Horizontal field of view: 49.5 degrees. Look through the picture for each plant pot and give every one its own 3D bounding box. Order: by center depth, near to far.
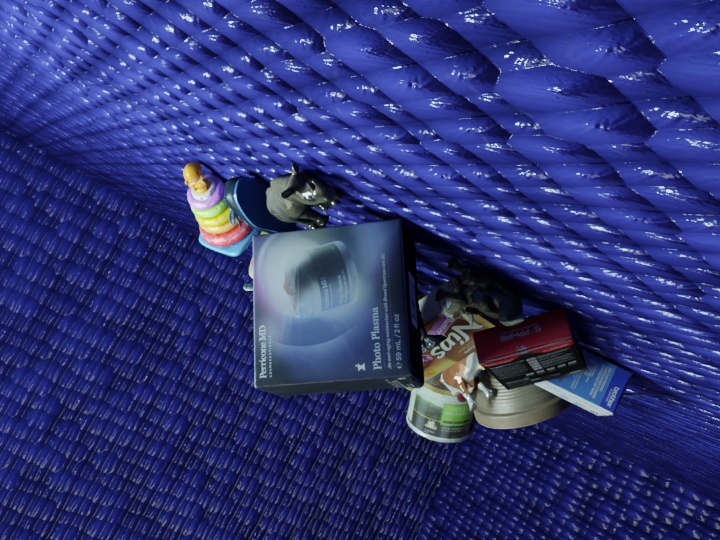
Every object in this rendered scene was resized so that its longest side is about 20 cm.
[{"bbox_3d":[0.301,0.213,1.482,0.093,0.201,0.201,70,163,-9],"label":"plant pot"}]

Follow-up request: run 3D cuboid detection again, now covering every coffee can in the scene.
[{"bbox_3d":[0.181,0.231,1.616,0.146,0.200,0.146,7,-159,-3],"label":"coffee can"}]

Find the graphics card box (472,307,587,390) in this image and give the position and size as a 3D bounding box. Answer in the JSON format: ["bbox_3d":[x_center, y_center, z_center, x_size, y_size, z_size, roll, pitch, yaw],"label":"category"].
[{"bbox_3d":[0.239,0.114,1.082,0.125,0.051,0.200,-18,155,16],"label":"graphics card box"}]

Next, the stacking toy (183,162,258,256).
[{"bbox_3d":[-0.264,-0.125,1.383,0.110,0.116,0.200,21,159,28],"label":"stacking toy"}]

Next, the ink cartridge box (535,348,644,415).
[{"bbox_3d":[0.342,0.168,1.239,0.200,0.076,0.136,28,174,12],"label":"ink cartridge box"}]

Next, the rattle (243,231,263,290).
[{"bbox_3d":[-0.139,-0.004,1.468,0.143,0.130,0.200,43,-171,-23],"label":"rattle"}]

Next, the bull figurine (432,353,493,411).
[{"bbox_3d":[0.202,0.180,1.441,0.065,0.200,0.121,-11,-138,-30],"label":"bull figurine"}]

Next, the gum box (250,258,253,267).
[{"bbox_3d":[-0.078,0.029,1.314,0.200,0.066,0.114,33,-173,-26],"label":"gum box"}]

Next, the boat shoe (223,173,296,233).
[{"bbox_3d":[-0.171,-0.093,1.245,0.069,0.084,0.200,12,165,23],"label":"boat shoe"}]

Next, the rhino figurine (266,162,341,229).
[{"bbox_3d":[-0.075,-0.093,0.992,0.087,0.060,0.200,26,172,-9],"label":"rhino figurine"}]

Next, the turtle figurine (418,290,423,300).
[{"bbox_3d":[0.106,0.068,1.340,0.161,0.064,0.200,11,-149,12],"label":"turtle figurine"}]

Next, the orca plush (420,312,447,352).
[{"bbox_3d":[0.066,0.018,1.142,0.200,0.071,0.105,52,154,6],"label":"orca plush"}]

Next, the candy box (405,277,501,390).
[{"bbox_3d":[0.111,0.103,1.220,0.117,0.200,0.057,33,-144,-35],"label":"candy box"}]

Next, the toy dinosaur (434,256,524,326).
[{"bbox_3d":[0.166,0.033,1.018,0.102,0.077,0.200,18,173,-28],"label":"toy dinosaur"}]

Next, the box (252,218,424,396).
[{"bbox_3d":[-0.029,0.053,1.004,0.198,0.200,0.123,-7,165,11],"label":"box"}]
